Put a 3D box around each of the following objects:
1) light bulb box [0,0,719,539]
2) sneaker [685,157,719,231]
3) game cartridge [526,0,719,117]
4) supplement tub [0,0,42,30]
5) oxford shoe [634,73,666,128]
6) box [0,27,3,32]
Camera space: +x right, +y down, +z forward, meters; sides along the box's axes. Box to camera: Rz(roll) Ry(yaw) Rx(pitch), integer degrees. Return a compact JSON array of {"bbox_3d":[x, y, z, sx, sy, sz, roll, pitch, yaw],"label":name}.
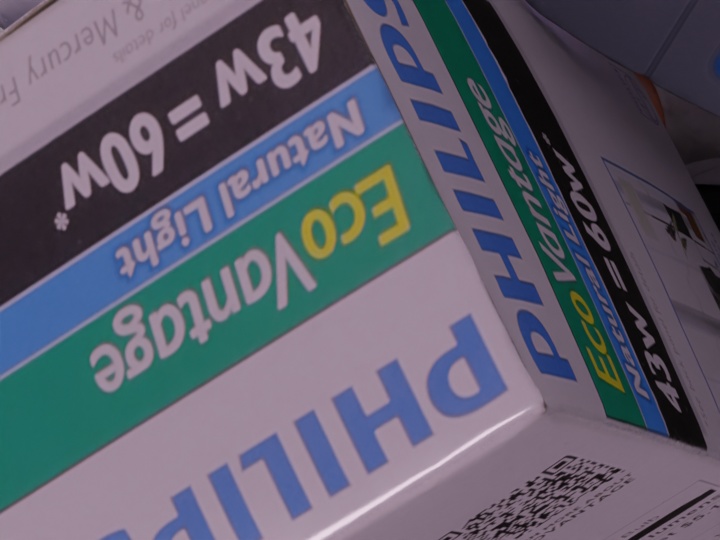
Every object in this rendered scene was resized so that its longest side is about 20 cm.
[{"bbox_3d":[-0.029,0.035,0.612,0.198,0.200,0.125,-32,69,16],"label":"light bulb box"},{"bbox_3d":[0.115,0.039,0.723,0.200,0.114,0.076,24,132,35],"label":"sneaker"},{"bbox_3d":[0.137,-0.070,0.608,0.199,0.041,0.133,17,143,-10],"label":"game cartridge"},{"bbox_3d":[-0.012,-0.121,0.720,0.200,0.122,0.123,-8,113,46],"label":"supplement tub"},{"bbox_3d":[0.033,0.046,0.749,0.071,0.073,0.201,-151,63,-74],"label":"oxford shoe"},{"bbox_3d":[-0.082,-0.041,0.796,0.200,0.144,0.036,37,111,46],"label":"box"}]
